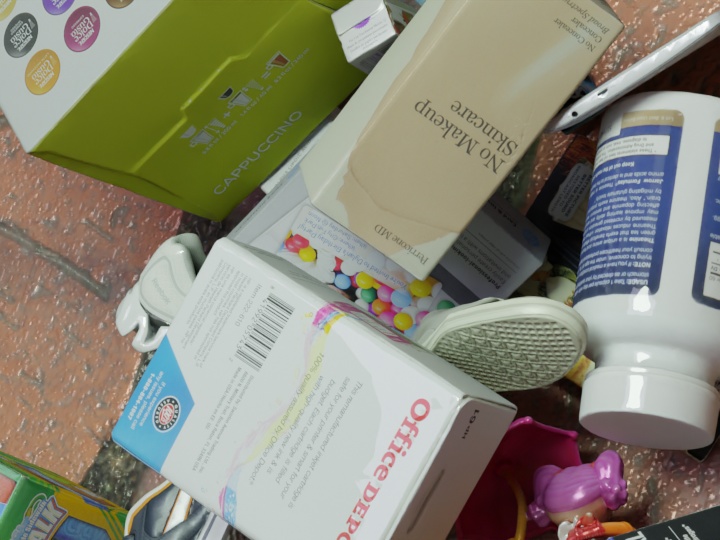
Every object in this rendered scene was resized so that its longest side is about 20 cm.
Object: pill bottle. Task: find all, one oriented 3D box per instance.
[{"bbox_3d":[0.187,0.002,1.588,0.111,0.111,0.200,-1,70,33],"label":"pill bottle"}]

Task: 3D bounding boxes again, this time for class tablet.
[{"bbox_3d":[0.188,-0.132,1.644,0.130,0.200,0.014,-32,89,20],"label":"tablet"}]

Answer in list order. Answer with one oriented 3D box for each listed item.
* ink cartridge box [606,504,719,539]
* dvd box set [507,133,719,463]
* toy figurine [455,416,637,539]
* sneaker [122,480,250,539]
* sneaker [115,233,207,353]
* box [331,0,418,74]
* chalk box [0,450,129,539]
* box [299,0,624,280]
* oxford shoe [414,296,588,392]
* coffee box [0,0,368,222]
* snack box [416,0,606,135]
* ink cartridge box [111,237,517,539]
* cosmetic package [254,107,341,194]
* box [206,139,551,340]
[{"bbox_3d":[0.207,0.184,1.506,0.095,0.200,0.037,53,145,35],"label":"ink cartridge box"},{"bbox_3d":[0.178,0.015,1.680,0.200,0.029,0.147,33,90,38],"label":"dvd box set"},{"bbox_3d":[0.114,0.174,1.594,0.200,0.150,0.184,-19,52,37],"label":"toy figurine"},{"bbox_3d":[-0.125,0.209,1.770,0.079,0.078,0.200,17,70,32],"label":"sneaker"},{"bbox_3d":[-0.057,0.047,1.686,0.200,0.075,0.081,27,110,-1],"label":"sneaker"},{"bbox_3d":[0.049,-0.132,1.716,0.041,0.200,0.039,-29,65,22],"label":"box"},{"bbox_3d":[-0.260,0.185,1.789,0.124,0.200,0.124,24,85,37],"label":"chalk box"},{"bbox_3d":[0.059,-0.104,1.588,0.200,0.095,0.078,-53,17,13],"label":"box"},{"bbox_3d":[0.080,0.041,1.608,0.058,0.075,0.200,-62,13,-24],"label":"oxford shoe"},{"bbox_3d":[-0.128,-0.183,1.721,0.200,0.200,0.198,-44,56,18],"label":"coffee box"},{"bbox_3d":[0.081,-0.180,1.711,0.037,0.200,0.116,-35,51,16],"label":"snack box"},{"bbox_3d":[-0.028,0.093,1.578,0.200,0.085,0.145,33,97,29],"label":"ink cartridge box"},{"bbox_3d":[-0.040,-0.084,1.819,0.074,0.102,0.200,-53,51,6],"label":"cosmetic package"},{"bbox_3d":[0.000,0.000,1.708,0.200,0.156,0.041,-44,10,28],"label":"box"}]
